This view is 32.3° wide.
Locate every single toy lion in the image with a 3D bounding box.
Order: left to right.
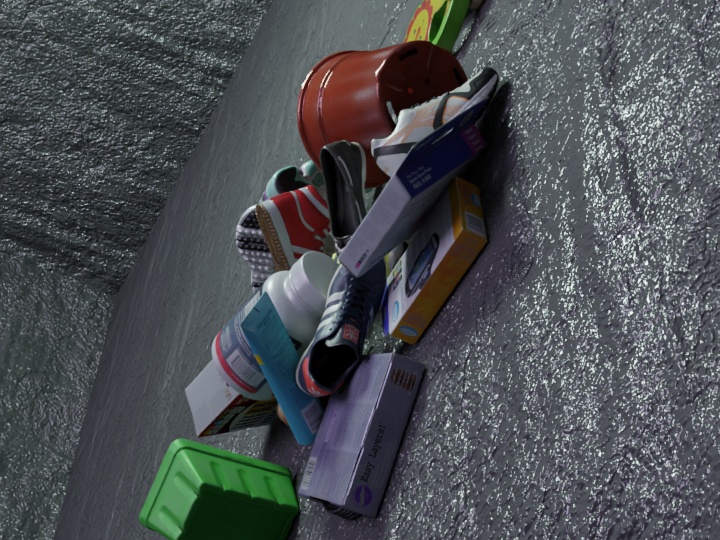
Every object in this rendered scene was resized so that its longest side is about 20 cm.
[{"bbox_3d":[0.111,-0.368,1.897,0.200,0.068,0.193,-123,51,-70],"label":"toy lion"}]

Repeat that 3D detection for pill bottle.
[{"bbox_3d":[-0.100,0.072,1.670,0.200,0.119,0.120,-46,25,29],"label":"pill bottle"}]

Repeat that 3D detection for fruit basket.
[{"bbox_3d":[-0.208,0.320,1.739,0.157,0.214,0.216,-65,17,6],"label":"fruit basket"}]

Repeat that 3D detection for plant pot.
[{"bbox_3d":[0.042,-0.225,1.716,0.195,0.200,0.202,-8,61,61],"label":"plant pot"}]

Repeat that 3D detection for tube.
[{"bbox_3d":[-0.096,0.130,1.591,0.050,0.201,0.078,-12,26,24],"label":"tube"}]

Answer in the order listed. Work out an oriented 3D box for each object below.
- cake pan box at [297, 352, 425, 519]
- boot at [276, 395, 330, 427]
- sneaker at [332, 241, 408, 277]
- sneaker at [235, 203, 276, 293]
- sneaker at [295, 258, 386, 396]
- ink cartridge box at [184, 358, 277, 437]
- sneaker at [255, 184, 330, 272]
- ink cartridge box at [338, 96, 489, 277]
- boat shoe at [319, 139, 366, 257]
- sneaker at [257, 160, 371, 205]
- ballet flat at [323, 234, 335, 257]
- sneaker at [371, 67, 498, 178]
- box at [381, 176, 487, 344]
[{"bbox_3d":[-0.004,0.201,1.523,0.184,0.052,0.202,-21,48,70],"label":"cake pan box"},{"bbox_3d":[-0.057,0.129,1.737,0.202,0.076,0.155,-68,18,-10],"label":"boot"},{"bbox_3d":[0.000,0.000,1.723,0.200,0.076,0.076,-32,36,59],"label":"sneaker"},{"bbox_3d":[-0.141,-0.037,1.921,0.201,0.074,0.081,83,-155,-49],"label":"sneaker"},{"bbox_3d":[-0.014,0.067,1.550,0.202,0.074,0.084,-68,13,-4],"label":"sneaker"},{"bbox_3d":[-0.149,0.171,1.899,0.200,0.174,0.085,-46,58,52],"label":"ink cartridge box"},{"bbox_3d":[-0.072,-0.027,1.830,0.112,0.202,0.071,-27,23,-23],"label":"sneaker"},{"bbox_3d":[0.077,-0.102,1.518,0.196,0.043,0.200,-37,-12,-48],"label":"ink cartridge box"},{"bbox_3d":[-0.021,-0.073,1.655,0.067,0.057,0.202,-8,89,46],"label":"boat shoe"},{"bbox_3d":[-0.077,-0.122,1.938,0.140,0.198,0.078,-38,66,56],"label":"sneaker"},{"bbox_3d":[-0.037,-0.029,1.894,0.200,0.069,0.070,-27,42,65],"label":"ballet flat"},{"bbox_3d":[0.095,-0.195,1.579,0.200,0.080,0.074,-44,-11,-10],"label":"sneaker"},{"bbox_3d":[0.086,-0.003,1.528,0.201,0.041,0.120,-59,18,32],"label":"box"}]
